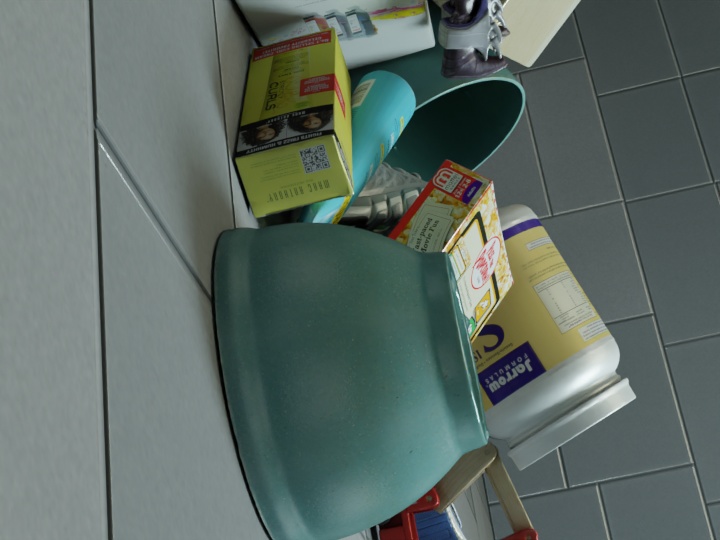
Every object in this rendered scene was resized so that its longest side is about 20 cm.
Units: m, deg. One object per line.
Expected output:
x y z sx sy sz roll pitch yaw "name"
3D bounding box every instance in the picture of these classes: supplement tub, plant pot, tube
0.140 0.059 1.191 0.201 0.145 0.145 59 3 11 "supplement tub"
0.003 0.060 0.813 0.200 0.133 0.203 -12 90 -84 "plant pot"
0.030 -0.175 1.257 0.162 0.199 0.201 60 0 20 "plant pot"
-0.012 -0.076 1.006 0.078 0.050 0.201 110 5 -46 "tube"

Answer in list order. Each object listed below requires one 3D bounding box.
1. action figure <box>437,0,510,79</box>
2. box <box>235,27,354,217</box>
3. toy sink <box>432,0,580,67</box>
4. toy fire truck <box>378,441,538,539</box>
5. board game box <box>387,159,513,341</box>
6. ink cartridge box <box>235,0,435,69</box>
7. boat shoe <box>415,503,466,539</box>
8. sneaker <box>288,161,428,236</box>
0.077 -0.255 1.030 0.131 0.069 0.202 -103 -179 -54 "action figure"
-0.045 -0.113 0.977 0.201 0.074 0.051 -89 164 -60 "box"
0.105 -0.303 1.208 0.112 0.131 0.200 11 33 -54 "toy sink"
0.075 0.184 1.176 0.049 0.139 0.202 51 28 -76 "toy fire truck"
0.041 0.039 1.028 0.201 0.046 0.152 -53 152 -19 "board game box"
-0.029 -0.267 1.089 0.200 0.143 0.147 58 20 -74 "ink cartridge box"
0.075 0.262 1.343 0.073 0.071 0.202 -91 168 -66 "boat shoe"
0.014 -0.085 1.108 0.199 0.075 0.117 -4 67 -42 "sneaker"
